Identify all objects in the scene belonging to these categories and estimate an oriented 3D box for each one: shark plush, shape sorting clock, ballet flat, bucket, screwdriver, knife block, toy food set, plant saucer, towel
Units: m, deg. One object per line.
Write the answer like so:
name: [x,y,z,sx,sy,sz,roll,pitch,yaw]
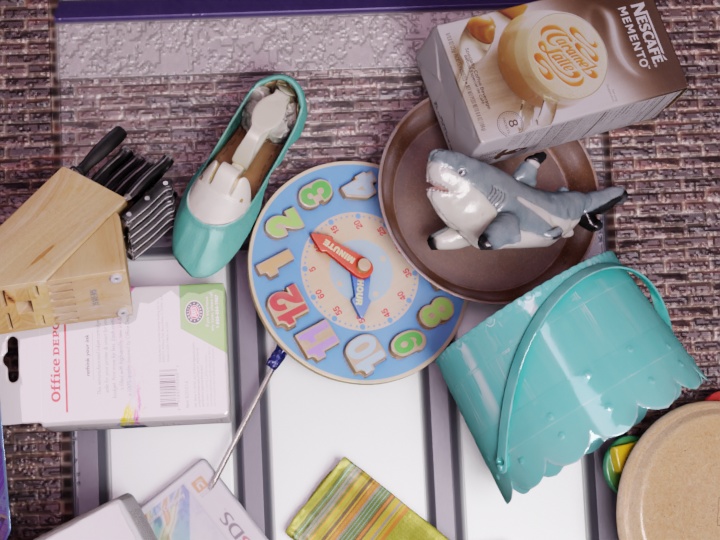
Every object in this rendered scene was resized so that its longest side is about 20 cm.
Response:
shark plush: [0.146,-0.061,1.411,0.199,0.091,0.084,-2,92,-18]
shape sorting clock: [0.000,0.000,1.459,0.199,0.039,0.201,3,76,-12]
ballet flat: [-0.105,-0.090,1.439,0.067,0.070,0.200,24,67,8]
bucket: [0.171,0.085,1.396,0.207,0.207,0.135,-31,81,-6]
screwdriver: [-0.087,0.098,1.459,0.029,0.028,0.200,38,76,-27]
knife block: [-0.250,-0.041,1.421,0.199,0.064,0.176,-9,52,-7]
toy food set: [0.303,0.205,1.436,0.199,0.049,0.199,-9,85,-20]
plant saucer: [0.110,-0.063,1.472,0.200,0.034,0.201,3,74,-11]
towel: [0.037,0.252,1.439,0.200,0.018,0.086,37,94,10]

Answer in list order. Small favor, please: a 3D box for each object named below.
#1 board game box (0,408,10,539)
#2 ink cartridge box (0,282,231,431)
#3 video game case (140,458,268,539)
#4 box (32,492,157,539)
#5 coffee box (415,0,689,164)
board game box: [-0.355,0.151,1.388,0.158,0.039,0.201,-8,85,42]
ink cartridge box: [-0.212,0.076,1.440,0.199,0.067,0.118,-2,81,-3]
video game case: [-0.157,0.294,1.442,0.200,0.022,0.182,-38,86,-6]
box: [-0.230,0.312,1.360,0.200,0.131,0.199,-28,86,-5]
coffee box: [0.164,-0.171,1.455,0.199,0.080,0.115,-17,78,-16]
